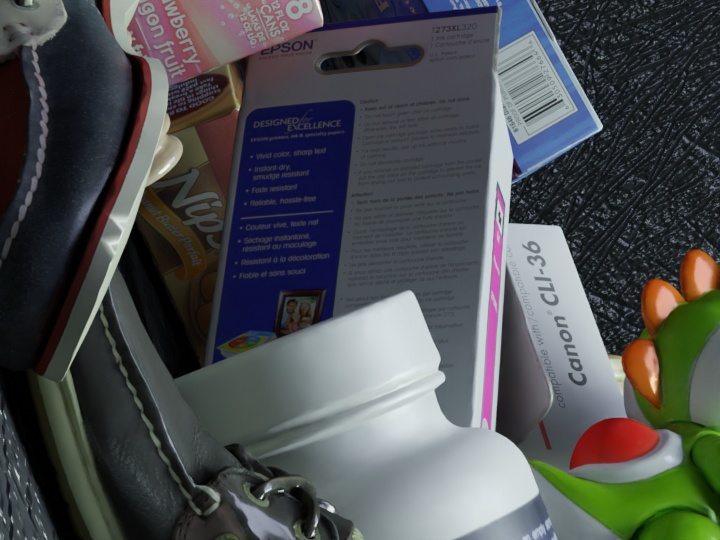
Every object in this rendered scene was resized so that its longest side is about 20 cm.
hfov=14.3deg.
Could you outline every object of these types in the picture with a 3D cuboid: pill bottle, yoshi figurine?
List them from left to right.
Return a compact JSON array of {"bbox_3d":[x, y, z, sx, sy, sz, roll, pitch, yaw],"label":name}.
[{"bbox_3d":[0.012,0.113,0.831,0.111,0.111,0.201,-22,92,-87],"label":"pill bottle"},{"bbox_3d":[0.123,0.085,0.949,0.112,0.112,0.200,74,35,-48],"label":"yoshi figurine"}]

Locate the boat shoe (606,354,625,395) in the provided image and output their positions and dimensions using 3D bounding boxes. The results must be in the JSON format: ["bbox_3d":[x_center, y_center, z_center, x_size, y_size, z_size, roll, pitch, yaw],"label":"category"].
[{"bbox_3d":[0.057,0.105,1.166,0.200,0.073,0.063,-54,-135,44],"label":"boat shoe"}]

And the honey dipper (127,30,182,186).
[{"bbox_3d":[-0.112,-0.114,0.886,0.038,0.038,0.201,-103,170,-65],"label":"honey dipper"}]

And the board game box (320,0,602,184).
[{"bbox_3d":[0.000,-0.115,1.112,0.201,0.043,0.199,61,-15,0],"label":"board game box"}]

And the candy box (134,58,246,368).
[{"bbox_3d":[-0.062,-0.055,1.123,0.200,0.055,0.116,-104,173,-58],"label":"candy box"}]

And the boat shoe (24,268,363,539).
[{"bbox_3d":[-0.029,0.081,0.739,0.072,0.066,0.202,-81,150,-82],"label":"boat shoe"}]

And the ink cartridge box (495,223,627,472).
[{"bbox_3d":[0.039,0.063,1.054,0.200,0.067,0.117,-59,-141,45],"label":"ink cartridge box"}]

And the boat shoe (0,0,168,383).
[{"bbox_3d":[-0.085,-0.044,0.667,0.062,0.071,0.200,22,27,-19],"label":"boat shoe"}]

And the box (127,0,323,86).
[{"bbox_3d":[-0.093,-0.171,0.995,0.103,0.094,0.201,-104,173,-65],"label":"box"}]

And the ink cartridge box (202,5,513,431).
[{"bbox_3d":[0.000,0.000,0.962,0.037,0.094,0.201,65,25,-53],"label":"ink cartridge box"}]
